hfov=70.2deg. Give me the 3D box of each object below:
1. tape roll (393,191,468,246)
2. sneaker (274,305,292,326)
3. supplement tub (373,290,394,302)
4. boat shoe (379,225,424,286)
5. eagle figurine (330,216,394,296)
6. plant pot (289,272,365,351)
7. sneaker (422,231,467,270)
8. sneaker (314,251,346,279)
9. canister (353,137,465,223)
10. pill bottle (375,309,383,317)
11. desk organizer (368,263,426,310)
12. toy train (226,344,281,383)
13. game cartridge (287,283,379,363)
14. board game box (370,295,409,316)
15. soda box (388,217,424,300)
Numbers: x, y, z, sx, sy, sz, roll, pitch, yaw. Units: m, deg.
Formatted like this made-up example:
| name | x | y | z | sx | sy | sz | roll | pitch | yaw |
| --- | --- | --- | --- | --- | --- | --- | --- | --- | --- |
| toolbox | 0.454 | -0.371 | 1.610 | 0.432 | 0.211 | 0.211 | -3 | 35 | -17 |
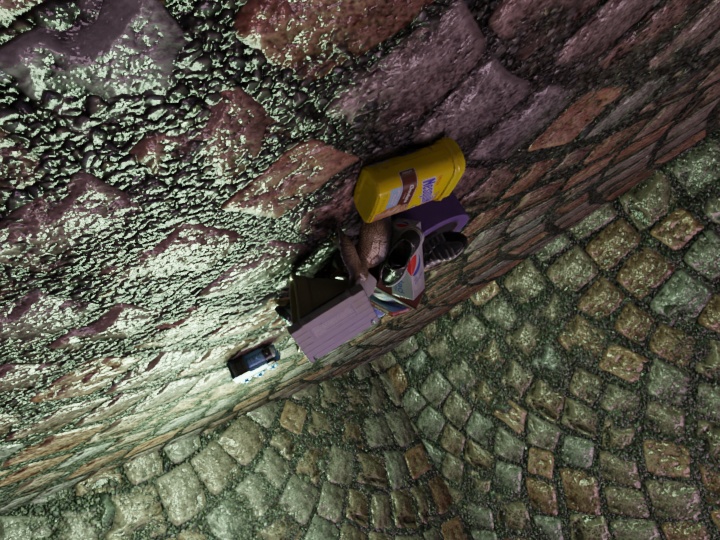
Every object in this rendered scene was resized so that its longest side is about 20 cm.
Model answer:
| name | x | y | z | sx | sy | sz | roll | pitch | yaw |
| --- | --- | --- | --- | --- | --- | --- | --- | --- | --- |
| tape roll | 0.184 | -0.126 | 1.379 | 0.199 | 0.085 | 0.200 | -27 | 165 | -8 |
| sneaker | -0.200 | 0.117 | 1.540 | 0.088 | 0.074 | 0.200 | -43 | 174 | -8 |
| supplement tub | 0.080 | 0.025 | 1.587 | 0.132 | 0.132 | 0.200 | -31 | 165 | 7 |
| boat shoe | 0.087 | -0.026 | 1.234 | 0.057 | 0.069 | 0.200 | -43 | 166 | -45 |
| eagle figurine | -0.009 | -0.043 | 1.208 | 0.150 | 0.152 | 0.200 | 13 | 147 | -14 |
| plant pot | -0.081 | 0.098 | 1.314 | 0.182 | 0.202 | 0.201 | -5 | 159 | -13 |
| sneaker | 0.219 | -0.055 | 1.397 | 0.199 | 0.075 | 0.115 | -27 | 173 | 36 |
| sneaker | -0.081 | 0.017 | 1.392 | 0.115 | 0.076 | 0.200 | -24 | 165 | -4 |
| canister | 0.095 | -0.180 | 1.045 | 0.199 | 0.087 | 0.149 | -22 | 163 | -19 |
| pill bottle | 0.032 | 0.121 | 1.849 | 0.112 | 0.112 | 0.200 | -38 | 162 | 32 |
| desk organizer | 0.094 | 0.036 | 1.413 | 0.200 | 0.072 | 0.077 | 30 | 84 | -45 |
| toy train | -0.387 | 0.341 | 1.870 | 0.199 | 0.087 | 0.114 | -26 | 159 | -11 |
| game cartridge | -0.062 | 0.124 | 1.211 | 0.199 | 0.038 | 0.130 | -31 | 128 | -5 |
| board game box | 0.056 | 0.096 | 1.694 | 0.103 | 0.199 | 0.020 | -10 | 120 | -50 |
| soda box | 0.116 | -0.028 | 1.298 | 0.063 | 0.068 | 0.201 | -40 | 133 | -43 |
